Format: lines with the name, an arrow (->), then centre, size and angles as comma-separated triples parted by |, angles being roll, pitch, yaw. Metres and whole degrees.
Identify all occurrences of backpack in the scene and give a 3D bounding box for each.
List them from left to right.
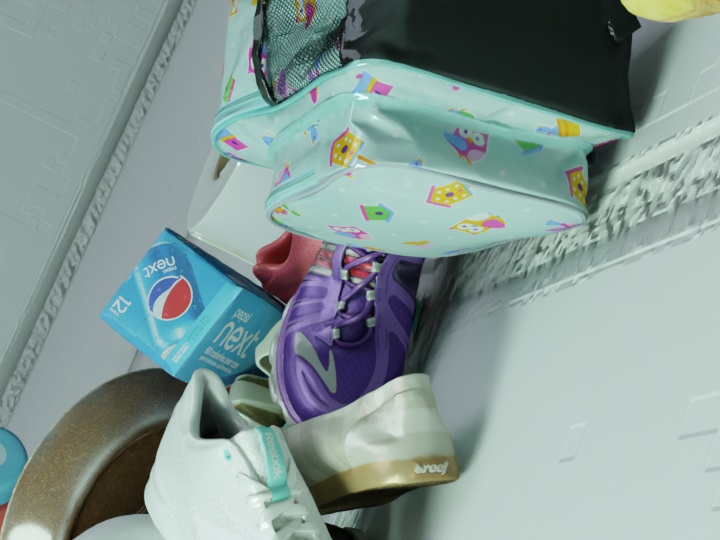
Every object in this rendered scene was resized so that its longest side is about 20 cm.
backpack -> 0.022, -0.087, 1.008 | 0.200, 0.175, 0.154 | -1, 81, 60

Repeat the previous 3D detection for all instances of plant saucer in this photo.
plant saucer -> -0.135, 0.160, 1.267 | 0.034, 0.200, 0.201 | 18, 80, 40

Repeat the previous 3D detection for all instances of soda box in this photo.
soda box -> -0.085, 0.037, 1.268 | 0.068, 0.064, 0.200 | -53, -19, 0

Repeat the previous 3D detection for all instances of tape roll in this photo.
tape roll -> -0.070, -0.107, 1.701 | 0.203, 0.071, 0.203 | -58, 14, 24

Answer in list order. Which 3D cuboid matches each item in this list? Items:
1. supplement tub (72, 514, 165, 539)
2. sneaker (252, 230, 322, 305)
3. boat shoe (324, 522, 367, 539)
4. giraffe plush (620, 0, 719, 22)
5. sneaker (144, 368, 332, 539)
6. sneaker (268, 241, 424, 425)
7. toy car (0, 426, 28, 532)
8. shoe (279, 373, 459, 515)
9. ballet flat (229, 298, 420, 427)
supplement tub -> -0.141, 0.240, 1.140 | 0.200, 0.144, 0.145 | -51, 18, 45
sneaker -> -0.002, -0.038, 1.251 | 0.200, 0.087, 0.074 | -54, 17, 37
boat shoe -> -0.040, 0.198, 1.009 | 0.072, 0.060, 0.201 | -53, 17, 40
giraffe plush -> 0.165, -0.172, 0.743 | 0.162, 0.200, 0.173 | 30, 91, 48
sneaker -> -0.046, 0.121, 0.983 | 0.200, 0.075, 0.089 | 42, 128, 45
sneaker -> 0.000, 0.000, 1.124 | 0.083, 0.080, 0.201 | 101, -179, -66
toy car -> -0.261, 0.255, 1.588 | 0.185, 0.176, 0.200 | 115, 160, -49
shoe -> -0.011, 0.096, 1.049 | 0.200, 0.070, 0.054 | -26, 73, 58
ballet flat -> -0.039, 0.070, 1.229 | 0.200, 0.070, 0.067 | -56, 16, 35
